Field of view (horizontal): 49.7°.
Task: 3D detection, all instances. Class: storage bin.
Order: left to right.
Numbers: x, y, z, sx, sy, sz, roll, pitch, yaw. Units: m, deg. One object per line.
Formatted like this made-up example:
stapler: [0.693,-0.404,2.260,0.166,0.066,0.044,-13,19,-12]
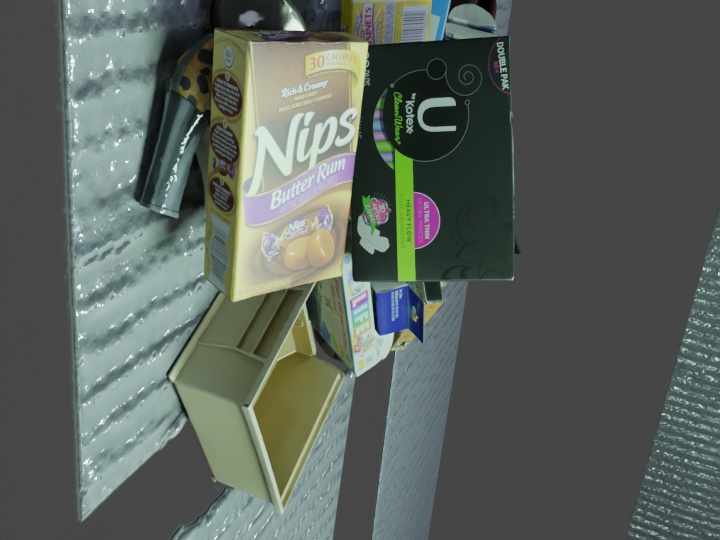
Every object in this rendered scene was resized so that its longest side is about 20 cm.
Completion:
storage bin: [-0.095,0.107,0.823,0.203,0.091,0.201,83,27,-47]

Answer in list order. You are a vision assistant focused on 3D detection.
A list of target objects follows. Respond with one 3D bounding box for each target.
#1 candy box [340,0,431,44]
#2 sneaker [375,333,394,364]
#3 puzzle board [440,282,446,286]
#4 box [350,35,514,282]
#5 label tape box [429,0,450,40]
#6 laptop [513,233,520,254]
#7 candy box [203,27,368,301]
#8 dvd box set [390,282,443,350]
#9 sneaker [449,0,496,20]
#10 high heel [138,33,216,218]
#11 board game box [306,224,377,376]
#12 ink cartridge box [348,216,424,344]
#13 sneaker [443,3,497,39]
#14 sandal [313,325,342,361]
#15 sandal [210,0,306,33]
candy box: [0.023,-0.194,0.810,0.100,0.026,0.205,-11,119,-29]
sneaker: [-0.007,0.057,1.123,0.115,0.074,0.206,-34,126,-55]
puzzle board: [0.083,-0.101,1.047,0.152,0.017,0.204,-72,144,-58]
box: [0.067,-0.094,0.716,0.124,0.144,0.206,-14,102,-80]
label tape box: [0.056,-0.264,0.952,0.200,0.062,0.148,119,-16,-75]
laptop: [0.139,-0.141,1.057,0.203,0.101,0.179,-86,155,-45]
candy box: [-0.062,-0.086,0.627,0.115,0.056,0.205,-13,120,-39]
dvd box set: [0.072,0.018,1.173,0.201,0.029,0.150,118,-31,-62]
sneaker: [0.108,-0.316,1.027,0.075,0.116,0.201,28,110,-33]
high heel: [-0.101,-0.110,0.677,0.199,0.070,0.146,8,101,-64]
board game box: [-0.037,0.009,0.874,0.034,0.134,0.203,-29,141,-20]
ink cartridge box: [0.000,0.000,0.887,0.039,0.201,0.100,-32,151,-16]
sneaker: [0.113,-0.202,0.937,0.115,0.078,0.205,110,-6,-71]
sandal: [-0.007,0.036,1.006,0.054,0.081,0.204,-19,136,-43]
sandal: [-0.059,-0.155,0.676,0.081,0.054,0.204,-33,117,-21]
